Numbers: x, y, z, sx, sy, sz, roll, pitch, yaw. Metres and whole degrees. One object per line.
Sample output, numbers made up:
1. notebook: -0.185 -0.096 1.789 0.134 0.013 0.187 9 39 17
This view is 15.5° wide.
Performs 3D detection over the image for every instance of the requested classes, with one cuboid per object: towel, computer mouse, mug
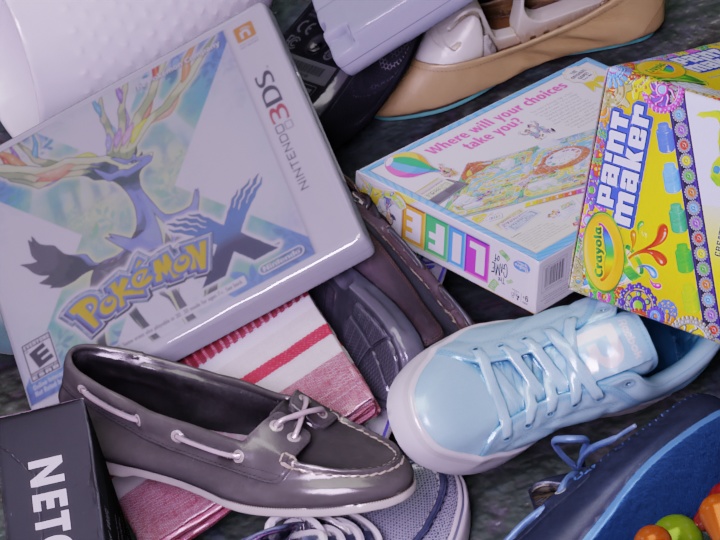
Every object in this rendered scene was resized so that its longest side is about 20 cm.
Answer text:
1. towel: -0.092 0.041 1.409 0.144 0.023 0.200 -33 55 0
2. computer mouse: 0.002 -0.132 1.593 0.200 0.053 0.138 -48 38 -9
3. mug: -0.146 -0.184 1.618 0.175 0.200 0.148 -23 69 -19

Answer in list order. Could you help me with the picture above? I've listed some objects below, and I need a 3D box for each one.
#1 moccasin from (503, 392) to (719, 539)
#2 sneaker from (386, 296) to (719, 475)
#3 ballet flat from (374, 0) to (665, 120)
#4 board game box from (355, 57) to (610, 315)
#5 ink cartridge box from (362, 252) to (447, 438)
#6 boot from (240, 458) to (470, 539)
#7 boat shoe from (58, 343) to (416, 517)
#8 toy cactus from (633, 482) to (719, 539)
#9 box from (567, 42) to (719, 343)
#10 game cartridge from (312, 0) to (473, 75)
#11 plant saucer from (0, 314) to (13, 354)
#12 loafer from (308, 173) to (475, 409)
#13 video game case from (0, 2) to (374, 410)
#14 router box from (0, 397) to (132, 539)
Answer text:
1. moccasin: 0.106 0.122 1.314 0.200 0.081 0.068 -37 43 -24
2. sneaker: 0.103 0.044 1.339 0.200 0.082 0.074 -18 76 -39
3. ballet flat: 0.087 -0.152 1.617 0.200 0.063 0.069 -19 43 -5
4. board game box: 0.113 -0.052 1.488 0.134 0.034 0.200 28 41 36
5. ink cartridge box: -0.056 0.043 1.464 0.200 0.043 0.198 3 44 20
6. boot: -0.014 0.146 1.312 0.073 0.090 0.200 17 51 29
7. boat shoe: -0.067 0.078 1.317 0.200 0.057 0.067 8 25 27
8. toy cactus: 0.141 0.196 1.237 0.165 0.102 0.200 -27 44 14
9. box: 0.245 -0.036 1.351 0.192 0.122 0.200 21 22 32
10. game cartridge: 0.026 -0.209 1.577 0.133 0.041 0.200 -34 37 15
11. plant saucer: -0.154 -0.032 1.536 0.200 0.027 0.200 -23 34 17
12. loafer: 0.000 0.000 1.426 0.063 0.072 0.200 -11 44 -27
13. video game case: -0.109 -0.033 1.429 0.200 0.022 0.182 -28 53 7
14. router box: -0.127 0.183 1.261 0.051 0.149 0.200 -14 42 -1
